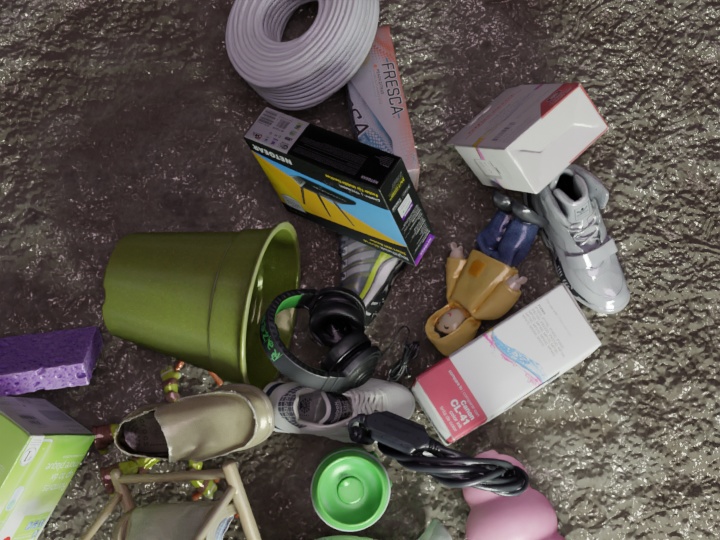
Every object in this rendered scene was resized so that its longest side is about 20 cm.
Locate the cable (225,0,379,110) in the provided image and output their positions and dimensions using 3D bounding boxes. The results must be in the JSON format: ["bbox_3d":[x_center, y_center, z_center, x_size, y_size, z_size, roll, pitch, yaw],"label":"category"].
[{"bbox_3d":[-0.069,-0.296,1.300,0.199,0.069,0.202,-26,61,20],"label":"cable"}]

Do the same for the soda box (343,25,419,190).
[{"bbox_3d":[0.020,-0.192,1.312,0.068,0.064,0.202,-10,70,-3],"label":"soda box"}]

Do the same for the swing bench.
[{"bbox_3d":[-0.185,0.322,1.158,0.201,0.198,0.130,60,42,-23],"label":"swing bench"}]

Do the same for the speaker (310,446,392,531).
[{"bbox_3d":[-0.012,0.237,1.195,0.087,0.200,0.090,0,81,-2],"label":"speaker"}]

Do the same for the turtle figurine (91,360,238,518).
[{"bbox_3d":[-0.223,0.207,1.263,0.160,0.064,0.202,-17,82,-4],"label":"turtle figurine"}]

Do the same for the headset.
[{"bbox_3d":[-0.022,0.087,1.208,0.198,0.094,0.124,5,46,-29],"label":"headset"}]

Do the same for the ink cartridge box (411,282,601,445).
[{"bbox_3d":[0.162,0.112,1.244,0.199,0.148,0.086,-30,79,-4],"label":"ink cartridge box"}]

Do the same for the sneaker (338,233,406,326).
[{"bbox_3d":[0.000,0.000,1.305,0.080,0.074,0.201,30,77,14],"label":"sneaker"}]

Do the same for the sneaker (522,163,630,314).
[{"bbox_3d":[0.263,-0.042,1.288,0.075,0.115,0.201,-28,83,-5],"label":"sneaker"}]

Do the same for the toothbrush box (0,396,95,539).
[{"bbox_3d":[-0.402,0.245,1.193,0.086,0.146,0.201,31,89,16],"label":"toothbrush box"}]

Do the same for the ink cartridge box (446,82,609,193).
[{"bbox_3d":[0.189,-0.158,1.278,0.116,0.200,0.068,-41,107,-6],"label":"ink cartridge box"}]

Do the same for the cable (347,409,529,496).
[{"bbox_3d":[0.088,0.205,1.165,0.198,0.163,0.051,16,77,27],"label":"cable"}]

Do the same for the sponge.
[{"bbox_3d":[-0.404,0.109,1.251,0.198,0.112,0.030,-8,112,-2],"label":"sponge"}]

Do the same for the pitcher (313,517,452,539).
[{"bbox_3d":[0.007,0.381,1.224,0.198,0.121,0.174,-7,90,-15],"label":"pitcher"}]

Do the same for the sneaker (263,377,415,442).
[{"bbox_3d":[-0.014,0.158,1.239,0.198,0.080,0.077,0,80,-32],"label":"sneaker"}]

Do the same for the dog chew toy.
[{"bbox_3d":[0.175,0.304,1.236,0.123,0.125,0.202,-19,74,-4],"label":"dog chew toy"}]

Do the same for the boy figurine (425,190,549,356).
[{"bbox_3d":[0.139,0.007,1.288,0.124,0.064,0.201,38,99,45],"label":"boy figurine"}]

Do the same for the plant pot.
[{"bbox_3d":[-0.186,0.032,1.245,0.188,0.200,0.202,8,81,13],"label":"plant pot"}]

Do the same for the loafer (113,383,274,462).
[{"bbox_3d":[-0.182,0.172,1.167,0.198,0.068,0.076,-15,95,27],"label":"loafer"}]

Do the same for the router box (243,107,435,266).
[{"bbox_3d":[-0.022,-0.095,1.231,0.199,0.150,0.051,24,69,32],"label":"router box"}]
